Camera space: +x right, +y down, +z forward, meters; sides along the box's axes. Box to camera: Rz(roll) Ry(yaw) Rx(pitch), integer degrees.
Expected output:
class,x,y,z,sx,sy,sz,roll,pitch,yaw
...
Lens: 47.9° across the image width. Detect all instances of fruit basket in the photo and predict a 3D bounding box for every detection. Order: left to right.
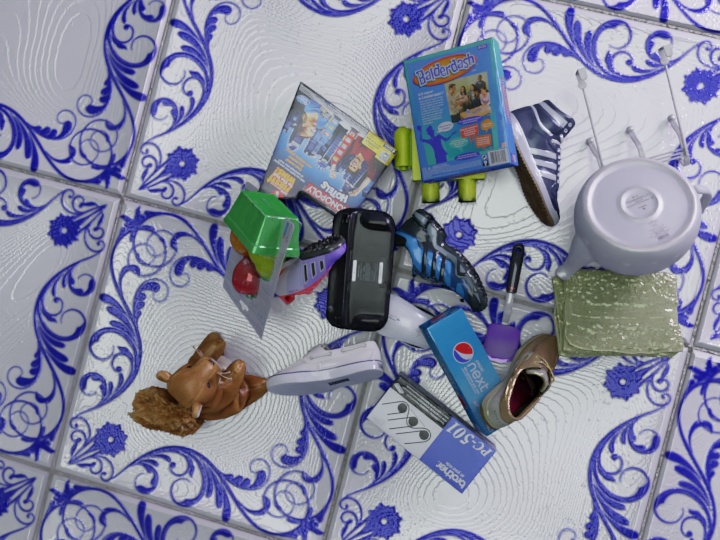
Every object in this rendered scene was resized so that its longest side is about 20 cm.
class,x,y,z,sx,sy,sz,roll,pitch,yaw
fruit basket,-0.164,-0.019,1.308,0.094,0.185,0.200,-3,117,-30

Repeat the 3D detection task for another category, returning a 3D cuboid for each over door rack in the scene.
class,x,y,z,sx,sy,sz,roll,pitch,yaw
over door rack,0.434,-0.247,1.297,0.147,0.067,0.200,-15,108,6

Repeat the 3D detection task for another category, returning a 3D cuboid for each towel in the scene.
class,x,y,z,sx,sy,sz,roll,pitch,yaw
towel,0.412,0.068,1.306,0.200,0.036,0.149,-1,75,6

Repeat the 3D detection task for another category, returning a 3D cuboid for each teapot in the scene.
class,x,y,z,sx,sy,sz,roll,pitch,yaw
teapot,0.428,-0.069,1.265,0.200,0.146,0.198,15,67,18

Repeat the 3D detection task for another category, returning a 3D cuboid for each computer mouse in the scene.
class,x,y,z,sx,sy,sz,roll,pitch,yaw
computer mouse,0.041,0.069,1.355,0.200,0.044,0.110,22,90,7

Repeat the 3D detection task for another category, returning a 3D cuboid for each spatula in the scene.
class,x,y,z,sx,sy,sz,roll,pitch,yaw
spatula,0.247,0.053,1.343,0.056,0.021,0.200,11,89,8

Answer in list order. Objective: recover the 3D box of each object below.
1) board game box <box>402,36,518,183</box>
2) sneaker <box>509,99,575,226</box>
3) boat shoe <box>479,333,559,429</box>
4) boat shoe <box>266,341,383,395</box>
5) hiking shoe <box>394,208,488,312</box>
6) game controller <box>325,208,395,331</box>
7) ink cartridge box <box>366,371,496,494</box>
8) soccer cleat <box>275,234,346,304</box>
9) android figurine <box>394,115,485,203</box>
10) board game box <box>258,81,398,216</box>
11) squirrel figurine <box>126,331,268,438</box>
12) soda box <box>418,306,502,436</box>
class,x,y,z,sx,sy,sz,roll,pitch,yaw
board game box,0.158,-0.250,1.288,0.152,0.045,0.200,-9,90,23
sneaker,0.308,-0.179,1.318,0.108,0.070,0.200,-26,96,-8
boat shoe,0.268,0.172,1.273,0.074,0.066,0.200,50,58,-12
boat shoe,-0.062,0.159,1.361,0.200,0.071,0.070,-14,60,10
hiking shoe,0.131,-0.004,1.340,0.087,0.074,0.200,-39,75,12
game controller,0.000,0.000,1.324,0.104,0.042,0.200,4,97,-2
ink cartridge box,0.117,0.266,1.342,0.200,0.044,0.094,38,95,5
soccer cleat,-0.081,-0.001,1.320,0.200,0.068,0.073,-23,98,46
android figurine,0.146,-0.212,1.350,0.182,0.041,0.200,-3,89,7
board game box,-0.073,-0.175,1.363,0.200,0.062,0.200,36,96,2
squirrel figurine,-0.272,0.204,1.316,0.200,0.187,0.142,-41,85,4
soda box,0.175,0.161,1.310,0.068,0.064,0.200,-30,95,-8
